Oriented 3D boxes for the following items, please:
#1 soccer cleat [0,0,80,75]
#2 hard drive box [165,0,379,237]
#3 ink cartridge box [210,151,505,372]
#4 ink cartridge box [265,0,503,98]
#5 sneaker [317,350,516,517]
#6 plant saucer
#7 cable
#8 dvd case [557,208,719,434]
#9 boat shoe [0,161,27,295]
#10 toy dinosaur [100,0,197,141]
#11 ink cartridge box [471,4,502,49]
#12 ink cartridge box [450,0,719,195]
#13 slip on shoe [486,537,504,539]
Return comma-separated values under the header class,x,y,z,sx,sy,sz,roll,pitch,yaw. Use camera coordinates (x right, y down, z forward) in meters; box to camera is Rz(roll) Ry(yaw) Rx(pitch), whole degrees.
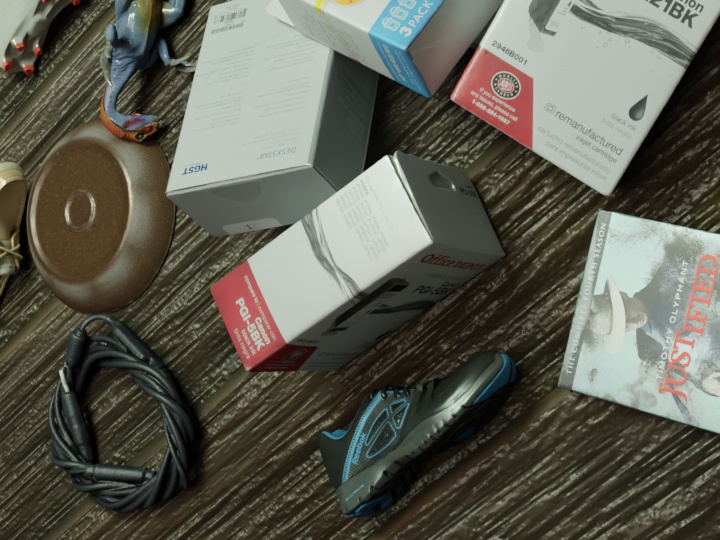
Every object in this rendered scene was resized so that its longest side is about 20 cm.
class,x,y,z,sx,sy,sz,roll,pitch,yaw
soccer cleat,-0.332,-0.294,1.320,0.200,0.069,0.078,-46,62,23
hard drive box,-0.071,-0.144,1.097,0.154,0.077,0.203,-7,59,31
ink cartridge box,0.000,0.000,1.039,0.199,0.146,0.084,-35,71,24
ink cartridge box,0.007,-0.235,1.012,0.199,0.068,0.116,32,80,34
sneaker,0.041,0.120,1.046,0.200,0.073,0.083,-41,65,21
plant saucer,-0.274,-0.058,1.279,0.198,0.036,0.204,-3,84,32
cable,-0.236,0.152,1.226,0.200,0.051,0.164,41,106,27
dvd case,0.256,0.044,0.951,0.198,0.022,0.149,16,93,32
boat shoe,-0.388,-0.015,1.326,0.069,0.073,0.202,38,114,27
toy dinosaur,-0.210,-0.228,1.250,0.183,0.104,0.201,-59,28,20
ink cartridge box,0.106,-0.238,1.048,0.198,0.059,0.105,27,99,31
ink cartridge box,0.179,-0.182,0.955,0.143,0.084,0.202,31,102,2
slip on shoe,0.086,0.313,1.006,0.073,0.061,0.203,20,94,33
